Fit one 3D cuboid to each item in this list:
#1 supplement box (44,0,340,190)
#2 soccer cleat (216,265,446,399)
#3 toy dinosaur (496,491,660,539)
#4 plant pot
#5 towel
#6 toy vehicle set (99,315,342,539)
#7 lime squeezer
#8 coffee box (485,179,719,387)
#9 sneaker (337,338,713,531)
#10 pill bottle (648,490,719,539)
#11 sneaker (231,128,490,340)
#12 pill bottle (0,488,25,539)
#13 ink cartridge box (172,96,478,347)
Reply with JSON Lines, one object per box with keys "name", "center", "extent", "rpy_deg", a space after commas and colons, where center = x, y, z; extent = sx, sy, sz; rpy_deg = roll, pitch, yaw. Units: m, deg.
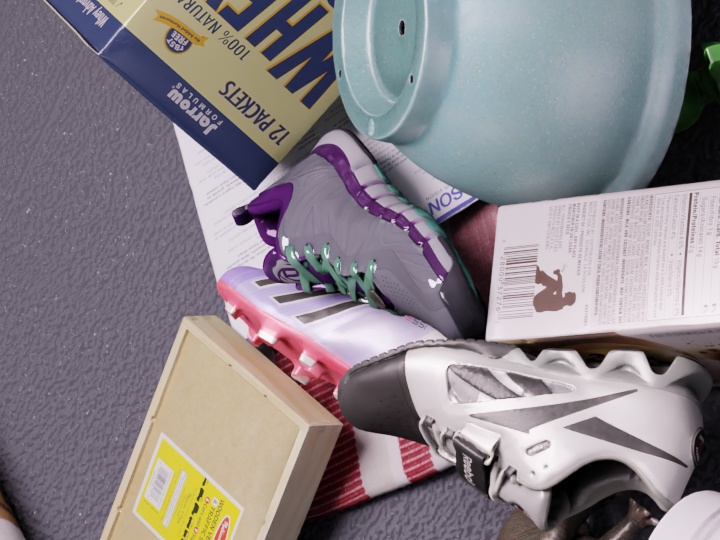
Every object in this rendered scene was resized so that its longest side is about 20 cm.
{"name": "supplement box", "center": [-0.074, -0.190, 1.568], "extent": [0.200, 0.134, 0.200], "rpy_deg": [-48, 33, 1]}
{"name": "soccer cleat", "center": [0.008, 0.037, 1.508], "extent": [0.200, 0.067, 0.077], "rpy_deg": [28, 76, 31]}
{"name": "toy dinosaur", "center": [0.110, 0.160, 1.413], "extent": [0.200, 0.077, 0.102], "rpy_deg": [37, 87, 35]}
{"name": "plant pot", "center": [0.067, -0.126, 1.427], "extent": [0.200, 0.134, 0.201], "rpy_deg": [179, 90, -66]}
{"name": "towel", "center": [0.019, 0.055, 1.554], "extent": [0.200, 0.023, 0.144], "rpy_deg": [-24, 65, 33]}
{"name": "toy vehicle set", "center": [-0.091, 0.142, 1.576], "extent": [0.124, 0.026, 0.200], "rpy_deg": [40, 117, 38]}
{"name": "lime squeezer", "center": [0.167, -0.091, 1.456], "extent": [0.038, 0.071, 0.200], "rpy_deg": [56, 152, -3]}
{"name": "coffee box", "center": [0.179, 0.009, 1.380], "extent": [0.200, 0.113, 0.080], "rpy_deg": [-6, 70, 36]}
{"name": "sneaker", "center": [0.076, 0.087, 1.380], "extent": [0.199, 0.074, 0.089], "rpy_deg": [0, 64, 23]}
{"name": "pill bottle", "center": [0.235, 0.175, 1.284], "extent": [0.200, 0.116, 0.116], "rpy_deg": [14, 86, 40]}
{"name": "sneaker", "center": [0.000, 0.000, 1.466], "extent": [0.087, 0.075, 0.200], "rpy_deg": [-32, 34, -6]}
{"name": "pill bottle", "center": [-0.268, 0.177, 1.682], "extent": [0.114, 0.114, 0.200], "rpy_deg": [-45, 54, 19]}
{"name": "ink cartridge box", "center": [-0.014, -0.077, 1.602], "extent": [0.196, 0.043, 0.200], "rpy_deg": [-31, 59, 24]}
